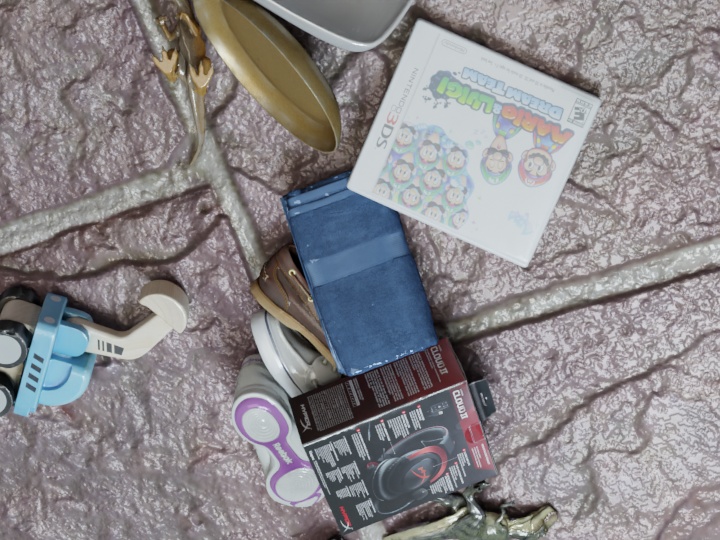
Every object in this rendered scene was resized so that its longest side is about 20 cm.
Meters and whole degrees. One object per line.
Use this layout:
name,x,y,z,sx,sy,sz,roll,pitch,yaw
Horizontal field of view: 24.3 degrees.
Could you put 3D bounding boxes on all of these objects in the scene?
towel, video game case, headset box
towel,0.000,0.000,1.695,0.111,0.049,0.201,-18,83,-2
video game case,0.111,-0.125,1.654,0.199,0.024,0.183,24,100,0
headset box,0.045,0.168,1.725,0.199,0.075,0.149,-22,130,0

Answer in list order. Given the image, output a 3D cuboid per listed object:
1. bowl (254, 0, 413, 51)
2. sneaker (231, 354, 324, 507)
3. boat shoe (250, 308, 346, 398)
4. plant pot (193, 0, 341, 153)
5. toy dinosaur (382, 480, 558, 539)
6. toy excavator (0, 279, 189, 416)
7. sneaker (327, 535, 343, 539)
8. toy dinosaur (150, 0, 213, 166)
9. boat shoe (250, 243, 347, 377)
bowl,-0.030,-0.312,1.569,0.199,0.075,0.201,29,74,-2
sneaker,-0.081,0.173,1.803,0.074,0.100,0.201,-15,130,8
boat shoe,-0.040,0.115,1.770,0.065,0.072,0.201,-29,105,18
plant pot,-0.084,-0.197,1.612,0.027,0.200,0.200,-44,99,-13
toy dinosaur,0.110,0.261,1.814,0.199,0.048,0.089,-6,116,16
toy excavator,-0.300,0.079,1.803,0.199,0.100,0.195,16,115,-10
sneaker,-0.050,0.402,1.878,0.115,0.076,0.201,41,110,-4
toy dinosaur,-0.166,-0.196,1.671,0.060,0.106,0.201,-5,103,6
boat shoe,-0.020,0.053,1.741,0.200,0.070,0.070,38,114,-7
